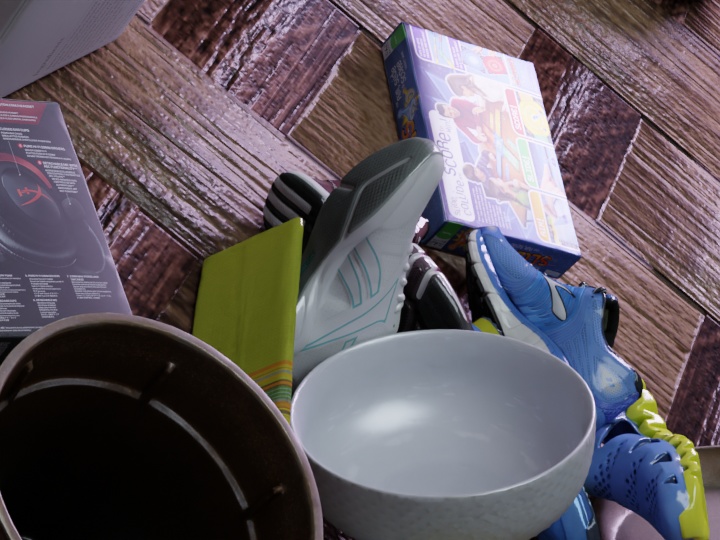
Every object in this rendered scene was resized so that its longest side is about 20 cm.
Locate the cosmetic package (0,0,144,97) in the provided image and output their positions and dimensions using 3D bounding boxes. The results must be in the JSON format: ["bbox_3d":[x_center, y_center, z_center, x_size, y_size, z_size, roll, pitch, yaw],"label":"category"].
[{"bbox_3d":[-0.238,-0.233,1.461,0.168,0.166,0.200,48,41,4],"label":"cosmetic package"}]

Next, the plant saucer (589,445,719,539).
[{"bbox_3d":[0.261,0.183,1.559,0.198,0.032,0.200,-4,23,2],"label":"plant saucer"}]

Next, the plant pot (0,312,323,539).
[{"bbox_3d":[-0.154,0.159,1.179,0.199,0.198,0.201,22,46,-24],"label":"plant pot"}]

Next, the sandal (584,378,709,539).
[{"bbox_3d":[0.187,0.143,1.538,0.086,0.080,0.200,-12,19,-8],"label":"sandal"}]

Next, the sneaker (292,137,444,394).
[{"bbox_3d":[0.000,0.000,1.466,0.080,0.201,0.071,31,12,-25],"label":"sneaker"}]

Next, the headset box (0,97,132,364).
[{"bbox_3d":[-0.242,-0.025,1.353,0.148,0.075,0.201,0,58,-41],"label":"headset box"}]

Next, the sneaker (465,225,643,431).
[{"bbox_3d":[0.139,0.040,1.581,0.089,0.079,0.201,-22,52,-13],"label":"sneaker"}]

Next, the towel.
[{"bbox_3d":[-0.075,0.056,1.423,0.018,0.086,0.201,47,33,-38],"label":"towel"}]

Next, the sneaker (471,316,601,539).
[{"bbox_3d":[0.098,0.133,1.530,0.078,0.066,0.201,-24,79,-20],"label":"sneaker"}]

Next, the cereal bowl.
[{"bbox_3d":[0.053,0.122,1.396,0.198,0.084,0.201,-2,29,1],"label":"cereal bowl"}]

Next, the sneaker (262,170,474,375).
[{"bbox_3d":[0.032,-0.008,1.551,0.200,0.076,0.115,44,30,24],"label":"sneaker"}]

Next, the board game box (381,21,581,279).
[{"bbox_3d":[0.094,-0.096,1.728,0.134,0.034,0.201,14,49,-31],"label":"board game box"}]
